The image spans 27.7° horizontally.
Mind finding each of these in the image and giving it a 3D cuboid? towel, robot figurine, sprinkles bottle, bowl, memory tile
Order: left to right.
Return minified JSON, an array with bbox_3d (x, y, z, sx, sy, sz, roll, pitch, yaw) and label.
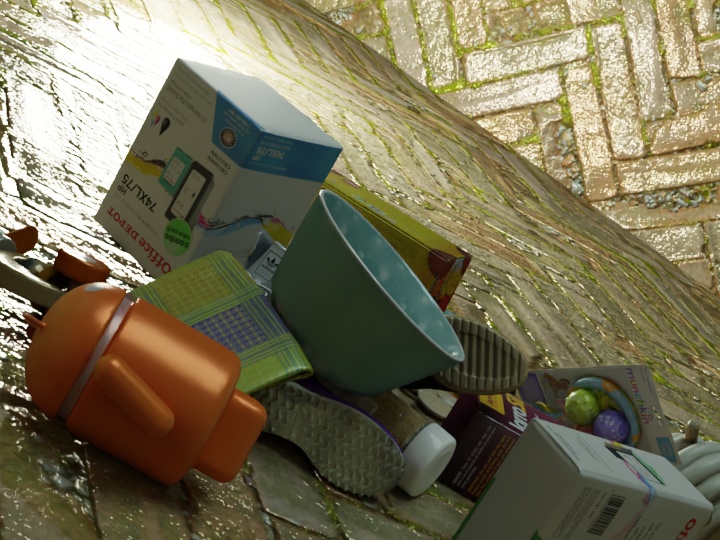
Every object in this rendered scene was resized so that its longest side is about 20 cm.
[{"bbox_3d":[-0.170,0.085,1.117,0.199,0.117,0.144,30,34,-7],"label":"robot figurine"},{"bbox_3d":[-0.142,0.058,1.287,0.143,0.023,0.200,-24,41,-18],"label":"towel"},{"bbox_3d":[-0.006,0.036,1.333,0.201,0.105,0.201,47,9,-10],"label":"bowl"},{"bbox_3d":[-0.003,0.129,1.401,0.199,0.069,0.068,38,16,20],"label":"sprinkles bottle"},{"bbox_3d":[0.099,0.136,1.678,0.152,0.017,0.200,24,18,-27],"label":"memory tile"}]

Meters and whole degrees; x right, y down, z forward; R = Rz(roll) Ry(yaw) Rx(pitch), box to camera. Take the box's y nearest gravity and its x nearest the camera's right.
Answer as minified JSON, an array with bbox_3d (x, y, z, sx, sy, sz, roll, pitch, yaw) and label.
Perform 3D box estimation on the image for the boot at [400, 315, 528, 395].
[{"bbox_3d":[0.072,0.093,1.487,0.198,0.073,0.166,12,-13,8],"label":"boot"}]

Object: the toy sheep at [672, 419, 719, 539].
[{"bbox_3d":[0.375,0.247,1.662,0.137,0.138,0.201,15,36,-47],"label":"toy sheep"}]

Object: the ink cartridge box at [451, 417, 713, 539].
[{"bbox_3d":[0.206,0.233,1.342,0.199,0.146,0.084,19,19,-39],"label":"ink cartridge box"}]

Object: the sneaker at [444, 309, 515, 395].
[{"bbox_3d":[0.133,0.096,1.706,0.087,0.075,0.200,23,16,-44],"label":"sneaker"}]

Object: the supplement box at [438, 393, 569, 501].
[{"bbox_3d":[0.181,0.205,1.494,0.199,0.086,0.110,30,16,-6],"label":"supplement box"}]

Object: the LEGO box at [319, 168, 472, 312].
[{"bbox_3d":[0.000,0.000,1.623,0.199,0.150,0.077,33,17,19],"label":"LEGO box"}]

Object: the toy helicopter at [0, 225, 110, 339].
[{"bbox_3d":[-0.277,0.005,1.282,0.131,0.080,0.200,24,4,2],"label":"toy helicopter"}]

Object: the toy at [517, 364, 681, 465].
[{"bbox_3d":[0.241,0.165,1.577,0.047,0.116,0.199,-29,13,-34],"label":"toy"}]

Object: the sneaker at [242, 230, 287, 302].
[{"bbox_3d":[-0.118,0.024,1.410,0.075,0.116,0.199,37,16,21],"label":"sneaker"}]

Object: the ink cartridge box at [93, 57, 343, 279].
[{"bbox_3d":[-0.150,-0.091,1.540,0.147,0.201,0.145,40,19,30],"label":"ink cartridge box"}]

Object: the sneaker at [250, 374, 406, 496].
[{"bbox_3d":[-0.045,0.126,1.328,0.199,0.070,0.100,31,13,-6],"label":"sneaker"}]
